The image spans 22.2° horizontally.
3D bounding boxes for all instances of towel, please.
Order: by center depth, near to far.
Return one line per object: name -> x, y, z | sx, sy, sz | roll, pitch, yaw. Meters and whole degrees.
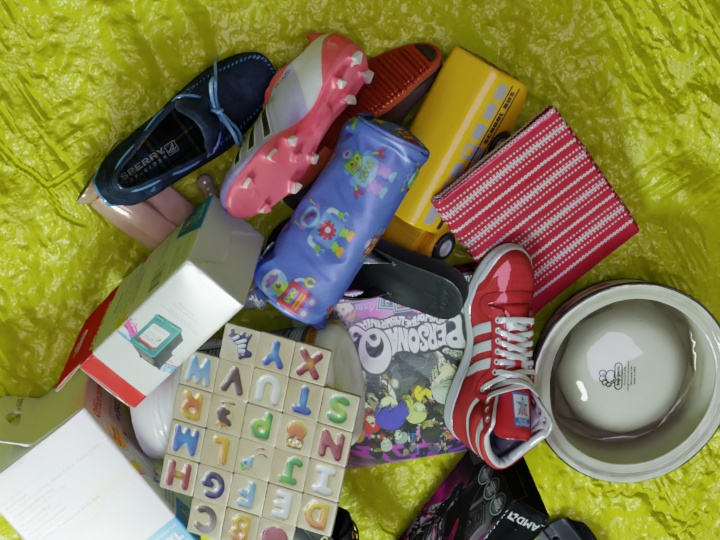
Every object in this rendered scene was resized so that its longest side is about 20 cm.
towel -> 0.165, -0.051, 1.705 | 0.144, 0.023, 0.200 | -39, 133, 4

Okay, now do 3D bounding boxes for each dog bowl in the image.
dog bowl -> 0.255, 0.098, 1.775 | 0.198, 0.074, 0.202 | -2, 106, -7

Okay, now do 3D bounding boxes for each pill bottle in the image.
pill bottle -> -0.104, 0.116, 1.692 | 0.198, 0.116, 0.117 | -7, 107, 16

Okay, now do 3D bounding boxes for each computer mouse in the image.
computer mouse -> 0.181, 0.251, 1.827 | 0.059, 0.034, 0.200 | -41, 106, 6

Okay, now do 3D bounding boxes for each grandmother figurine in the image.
grandmother figurine -> -0.165, -0.029, 1.696 | 0.199, 0.061, 0.122 | 35, 107, -12

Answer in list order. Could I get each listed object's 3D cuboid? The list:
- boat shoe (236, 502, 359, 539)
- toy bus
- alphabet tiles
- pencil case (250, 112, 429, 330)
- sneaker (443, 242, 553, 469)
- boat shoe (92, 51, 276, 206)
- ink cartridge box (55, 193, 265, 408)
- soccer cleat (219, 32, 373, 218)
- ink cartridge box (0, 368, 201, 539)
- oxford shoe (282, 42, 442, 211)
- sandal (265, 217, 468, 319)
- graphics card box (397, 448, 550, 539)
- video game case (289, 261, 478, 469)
boat shoe -> -0.029, 0.255, 1.713 | 0.063, 0.074, 0.201 | -46, 120, 4
toy bus -> 0.076, -0.099, 1.685 | 0.078, 0.065, 0.201 | 15, 107, -54
alphabet tiles -> -0.091, 0.153, 1.632 | 0.165, 0.006, 0.202 | 15, 105, 11
pencil case -> -0.021, -0.046, 1.626 | 0.087, 0.078, 0.201 | 34, 97, 10
sneaker -> 0.137, 0.084, 1.689 | 0.071, 0.113, 0.202 | 2, 111, -23
boat shoe -> -0.146, -0.121, 1.642 | 0.084, 0.069, 0.200 | 47, 74, -12
ink cartridge box -> -0.180, 0.039, 1.639 | 0.067, 0.117, 0.200 | 39, 120, -16
soccer cleat -> -0.068, -0.131, 1.641 | 0.201, 0.076, 0.067 | -53, 142, -16
ink cartridge box -> -0.257, 0.196, 1.707 | 0.125, 0.129, 0.201 | -36, 107, 4
oxford shoe -> 0.002, -0.131, 1.694 | 0.200, 0.071, 0.073 | -39, 132, 3
sandal -> 0.000, 0.000, 1.685 | 0.199, 0.043, 0.076 | 15, 138, 18
graphics card box -> 0.093, 0.266, 1.755 | 0.051, 0.126, 0.200 | 30, 110, -23
video game case -> 0.037, 0.094, 1.765 | 0.198, 0.036, 0.183 | -8, 107, -5
